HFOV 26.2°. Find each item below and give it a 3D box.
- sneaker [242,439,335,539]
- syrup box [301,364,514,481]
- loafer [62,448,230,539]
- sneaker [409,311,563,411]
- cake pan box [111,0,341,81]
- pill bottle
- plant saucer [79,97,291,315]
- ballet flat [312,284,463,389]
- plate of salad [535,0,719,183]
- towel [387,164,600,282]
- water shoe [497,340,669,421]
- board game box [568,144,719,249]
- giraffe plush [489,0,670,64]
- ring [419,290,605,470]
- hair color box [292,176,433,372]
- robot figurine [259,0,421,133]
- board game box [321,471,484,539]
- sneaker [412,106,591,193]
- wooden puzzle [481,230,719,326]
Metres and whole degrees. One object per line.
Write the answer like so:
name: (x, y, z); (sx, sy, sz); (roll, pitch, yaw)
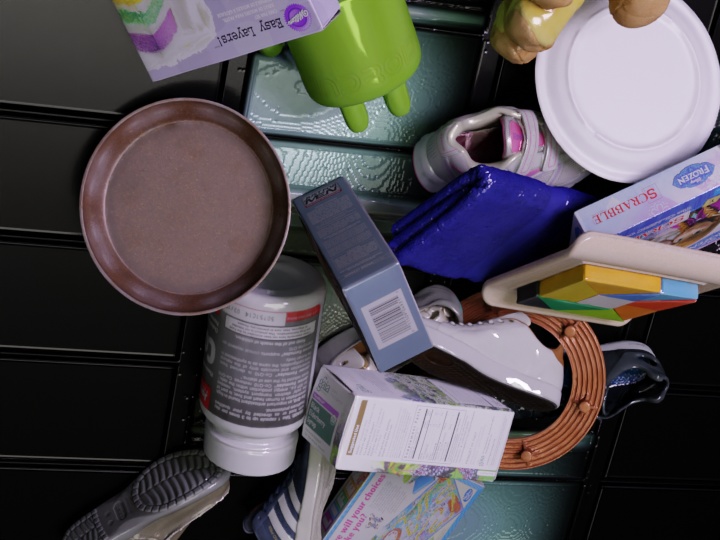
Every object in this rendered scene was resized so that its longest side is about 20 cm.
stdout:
sneaker: (-0.080, 0.248, 1.653); (0.084, 0.075, 0.203); (13, 99, 15)
syrup box: (0.048, 0.155, 1.557); (0.198, 0.079, 0.082); (8, 105, -32)
loafer: (-0.217, 0.258, 1.620); (0.199, 0.076, 0.070); (-30, 132, 5)
sneaker: (0.121, 0.073, 1.573); (0.198, 0.073, 0.086); (24, 67, -23)
cake pan box: (-0.133, -0.272, 1.321); (0.198, 0.052, 0.186); (-10, 119, 29)
pill bottle: (-0.101, 0.094, 1.540); (0.112, 0.114, 0.202); (1, 115, -17)
plant saucer: (-0.163, -0.060, 1.452); (0.197, 0.034, 0.203); (0, 92, 1)
ballet flat: (0.018, 0.084, 1.599); (0.199, 0.064, 0.068); (-33, 116, 2)
plate of salad: (0.259, -0.185, 1.512); (0.197, 0.048, 0.203); (1, 85, -15)
towel: (0.132, -0.047, 1.522); (0.199, 0.050, 0.147); (10, 138, -47)
water shoe: (0.236, 0.126, 1.675); (0.198, 0.079, 0.072); (-15, 119, -9)
board game box: (0.306, -0.050, 1.562); (0.198, 0.041, 0.200); (-25, 162, -3)
giraffe plush: (0.223, -0.280, 1.417); (0.160, 0.173, 0.202); (15, 80, -8)
ring: (0.160, 0.116, 1.637); (0.198, 0.019, 0.203); (1, 102, 6)
hair color box: (0.000, 0.000, 1.473); (0.060, 0.200, 0.100); (-25, 120, -3)
robot figurine: (-0.015, -0.230, 1.404); (0.174, 0.116, 0.202); (-20, 120, 4)
board game box: (0.028, 0.284, 1.718); (0.134, 0.034, 0.201); (28, 105, -26)
sneaker: (0.155, -0.118, 1.510); (0.197, 0.088, 0.082); (-9, 81, -13)
wooden puzzle: (0.241, 0.018, 1.519); (0.183, 0.200, 0.038); (10, 70, -22)
